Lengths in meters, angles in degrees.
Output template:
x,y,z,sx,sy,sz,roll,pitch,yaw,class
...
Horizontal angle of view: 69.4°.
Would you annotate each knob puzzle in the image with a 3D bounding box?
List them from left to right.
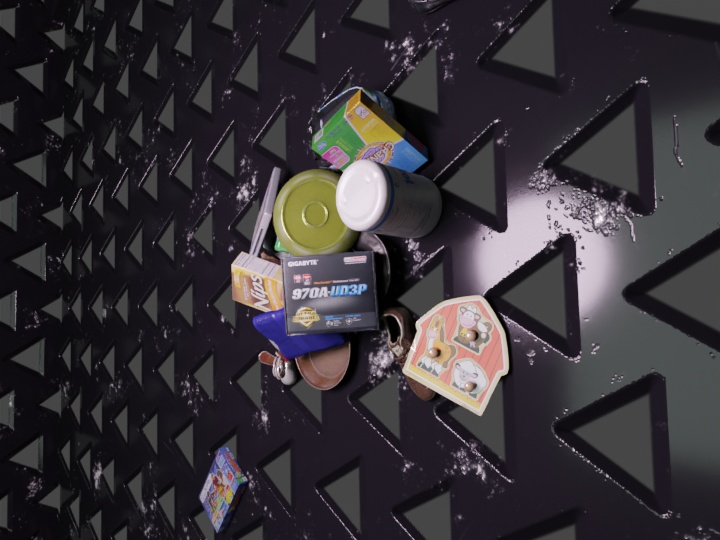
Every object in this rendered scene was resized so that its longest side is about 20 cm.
x,y,z,sx,sy,sz,roll,pitch,yaw,class
0.188,0.142,0.981,0.214,0.030,0.226,-2,85,25,knob puzzle

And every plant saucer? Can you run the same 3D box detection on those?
x,y,z,sx,sy,sz,roll,pitch,yaw,class
-0.094,-0.118,1.111,0.194,0.031,0.206,0,87,4,plant saucer
-0.086,0.183,1.260,0.197,0.036,0.206,-2,87,43,plant saucer

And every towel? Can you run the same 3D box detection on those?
x,y,z,sx,sy,sz,roll,pitch,yaw,class
-0.135,0.130,1.199,0.197,0.148,0.050,-18,35,33,towel

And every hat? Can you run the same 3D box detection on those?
x,y,z,sx,sy,sz,roll,pitch,yaw,class
0.000,0.000,1.161,0.197,0.080,0.207,2,93,34,hat

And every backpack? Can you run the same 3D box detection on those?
x,y,z,sx,sy,sz,roll,pitch,yaw,class
-0.013,-0.320,1.155,0.199,0.150,0.168,-34,63,60,backpack

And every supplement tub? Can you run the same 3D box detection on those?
x,y,z,sx,sy,sz,roll,pitch,yaw,class
0.058,-0.137,1.030,0.130,0.197,0.136,-1,88,41,supplement tub

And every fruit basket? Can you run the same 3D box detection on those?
x,y,z,sx,sy,sz,roll,pitch,yaw,class
-0.192,-0.121,1.332,0.198,0.092,0.190,28,107,43,fruit basket

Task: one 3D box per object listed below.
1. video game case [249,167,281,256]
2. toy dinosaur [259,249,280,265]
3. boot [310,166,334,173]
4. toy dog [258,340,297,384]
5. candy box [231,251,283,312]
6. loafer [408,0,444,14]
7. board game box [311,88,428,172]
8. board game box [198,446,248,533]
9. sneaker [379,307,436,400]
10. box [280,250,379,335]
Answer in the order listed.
x,y,z,sx,sy,sz,roll,pitch,yaw,class
-0.249,-0.137,1.338,0.203,0.022,0.184,-90,22,-48,video game case
-0.191,0.022,1.293,0.134,0.202,0.086,17,60,38,toy dinosaur
-0.045,-0.166,1.165,0.196,0.068,0.132,7,136,38,boot
-0.225,0.190,1.341,0.094,0.132,0.205,-9,72,19,toy dog
-0.204,0.045,1.225,0.195,0.056,0.117,19,131,8,candy box
0.178,-0.572,1.022,0.197,0.069,0.070,-11,81,41,loafer
0.021,-0.253,1.072,0.152,0.198,0.041,-34,40,36,board game box
-0.409,0.648,1.538,0.135,0.034,0.203,42,115,36,board game box
0.090,0.173,1.072,0.070,0.075,0.204,-37,64,34,sneaker
-0.061,0.047,1.077,0.194,0.046,0.164,-3,92,5,box
